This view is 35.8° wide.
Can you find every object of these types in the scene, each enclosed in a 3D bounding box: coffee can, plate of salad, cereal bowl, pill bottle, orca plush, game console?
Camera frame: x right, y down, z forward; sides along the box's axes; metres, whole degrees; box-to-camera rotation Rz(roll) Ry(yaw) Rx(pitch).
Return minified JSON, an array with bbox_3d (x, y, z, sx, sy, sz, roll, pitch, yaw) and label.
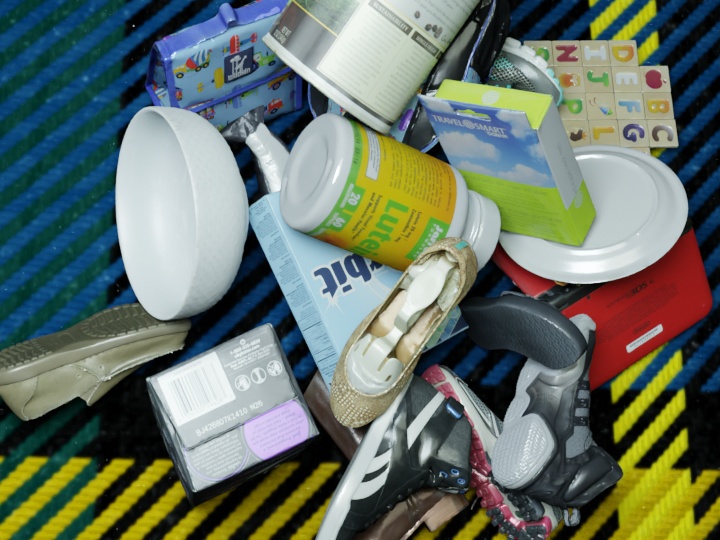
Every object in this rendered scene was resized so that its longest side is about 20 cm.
[{"bbox_3d":[0.025,-0.247,1.005,0.146,0.146,0.201,37,100,2],"label":"coffee can"},{"bbox_3d":[0.239,-0.056,1.162,0.197,0.048,0.202,-10,45,10],"label":"plate of salad"},{"bbox_3d":[-0.164,-0.057,1.076,0.082,0.200,0.203,-7,75,-32],"label":"cereal bowl"},{"bbox_3d":[0.032,-0.062,1.052,0.198,0.110,0.113,20,71,-29],"label":"pill bottle"},{"bbox_3d":[-0.086,-0.062,1.141,0.200,0.071,0.106,49,53,-21],"label":"orca plush"},{"bbox_3d":[0.257,0.005,1.212,0.198,0.118,0.174,-29,112,-15],"label":"game console"}]

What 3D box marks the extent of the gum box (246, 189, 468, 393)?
[{"bbox_3d":[0.000,0.000,1.105,0.169,0.044,0.203,-23,88,-41],"label":"gum box"}]

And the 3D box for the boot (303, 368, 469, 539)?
[{"bbox_3d":[-0.016,0.190,1.097,0.185,0.064,0.202,-30,79,-16],"label":"boot"}]

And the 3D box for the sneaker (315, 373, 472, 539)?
[{"bbox_3d":[0.040,0.201,1.029,0.111,0.073,0.202,27,75,2],"label":"sneaker"}]

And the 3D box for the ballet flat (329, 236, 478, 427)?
[{"bbox_3d":[0.031,0.052,0.996,0.070,0.065,0.202,33,92,12],"label":"ballet flat"}]

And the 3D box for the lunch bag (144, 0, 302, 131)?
[{"bbox_3d":[-0.133,-0.214,1.111,0.149,0.200,0.095,-24,79,-14],"label":"lunch bag"}]

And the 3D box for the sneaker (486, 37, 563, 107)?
[{"bbox_3d":[0.128,-0.220,1.229,0.198,0.078,0.092,32,88,11],"label":"sneaker"}]

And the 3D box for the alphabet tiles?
[{"bbox_3d":[0.254,-0.183,1.252,0.196,0.006,0.169,-1,70,-2],"label":"alphabet tiles"}]

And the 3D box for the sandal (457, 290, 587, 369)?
[{"bbox_3d":[0.155,0.046,1.090,0.043,0.200,0.077,-40,108,-16],"label":"sandal"}]

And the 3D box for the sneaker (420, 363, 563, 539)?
[{"bbox_3d":[0.128,0.179,1.120,0.074,0.081,0.201,-32,82,-43],"label":"sneaker"}]

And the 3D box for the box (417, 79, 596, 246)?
[{"bbox_3d":[0.142,-0.107,1.065,0.121,0.201,0.048,15,63,34],"label":"box"}]

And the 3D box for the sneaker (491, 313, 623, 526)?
[{"bbox_3d":[0.206,0.147,1.086,0.113,0.075,0.202,39,58,-16],"label":"sneaker"}]

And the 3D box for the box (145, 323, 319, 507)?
[{"bbox_3d":[-0.120,0.137,1.018,0.121,0.200,0.107,-23,79,-15],"label":"box"}]

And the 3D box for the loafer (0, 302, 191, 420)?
[{"bbox_3d":[-0.257,0.087,1.080,0.197,0.076,0.069,-16,116,-21],"label":"loafer"}]

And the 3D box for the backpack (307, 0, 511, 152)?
[{"bbox_3d":[0.047,-0.213,1.144,0.180,0.134,0.203,21,94,18],"label":"backpack"}]
